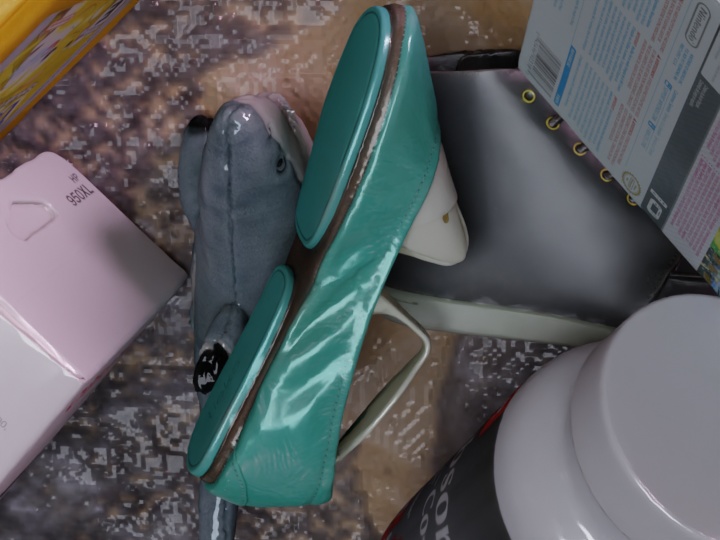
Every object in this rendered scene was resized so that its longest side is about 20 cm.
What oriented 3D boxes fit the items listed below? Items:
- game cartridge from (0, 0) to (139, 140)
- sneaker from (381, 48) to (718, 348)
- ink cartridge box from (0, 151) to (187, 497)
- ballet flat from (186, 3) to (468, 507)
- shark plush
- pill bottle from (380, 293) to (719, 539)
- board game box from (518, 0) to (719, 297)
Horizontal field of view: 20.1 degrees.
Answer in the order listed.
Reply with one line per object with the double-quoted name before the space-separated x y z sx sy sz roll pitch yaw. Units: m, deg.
"game cartridge" -0.150 -0.065 0.764 0.032 0.176 0.200 45 110 -3
"sneaker" 0.101 -0.028 0.774 0.199 0.075 0.107 3 106 13
"ink cartridge box" -0.175 0.062 0.822 0.084 0.145 0.200 41 110 -3
"ballet flat" 0.000 0.000 0.759 0.070 0.067 0.201 18 105 -17
"shark plush" -0.058 0.022 0.817 0.091 0.083 0.201 23 109 5
"pill bottle" 0.087 0.095 0.746 0.116 0.116 0.200 37 144 0
"board game box" 0.141 -0.039 0.627 0.064 0.148 0.200 -35 75 -13
